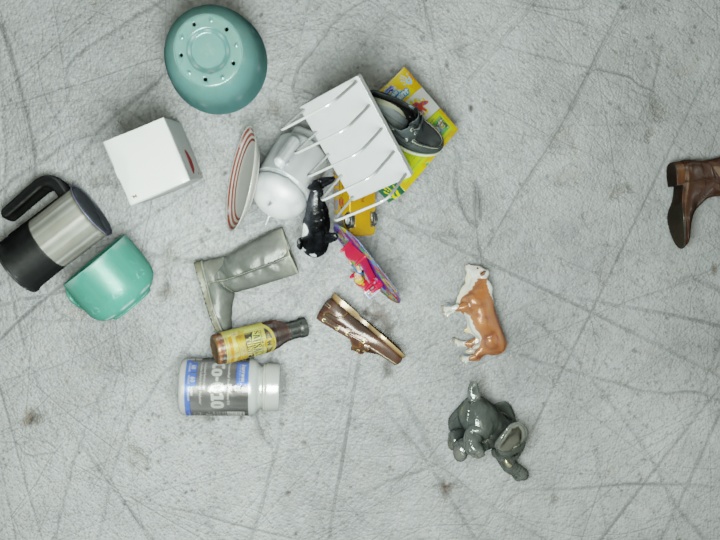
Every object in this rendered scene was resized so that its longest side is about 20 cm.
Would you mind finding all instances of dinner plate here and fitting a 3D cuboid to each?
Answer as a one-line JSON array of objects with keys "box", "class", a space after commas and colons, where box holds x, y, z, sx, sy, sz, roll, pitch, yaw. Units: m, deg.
[{"box": [-0.220, -0.173, 1.449, 0.024, 0.200, 0.204, 9, 97, -20], "class": "dinner plate"}]

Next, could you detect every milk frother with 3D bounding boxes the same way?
[{"box": [-0.603, -0.082, 1.425, 0.187, 0.200, 0.182, -37, 95, 0], "class": "milk frother"}]

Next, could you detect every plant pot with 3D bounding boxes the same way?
[{"box": [-0.276, -0.399, 1.429, 0.196, 0.161, 0.205, -1, 98, -4], "class": "plant pot"}]

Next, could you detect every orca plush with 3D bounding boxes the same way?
[{"box": [-0.066, -0.091, 1.483, 0.070, 0.105, 0.202, 26, 128, 14], "class": "orca plush"}]

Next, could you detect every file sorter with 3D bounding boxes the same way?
[{"box": [-0.027, -0.207, 1.345, 0.137, 0.125, 0.202, -19, 112, 34], "class": "file sorter"}]

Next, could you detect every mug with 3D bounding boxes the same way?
[{"box": [-0.481, 0.024, 1.486, 0.152, 0.184, 0.115, -44, 106, -21], "class": "mug"}]

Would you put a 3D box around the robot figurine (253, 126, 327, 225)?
[{"box": [-0.137, -0.181, 1.469, 0.111, 0.171, 0.202, 19, 60, 13], "class": "robot figurine"}]

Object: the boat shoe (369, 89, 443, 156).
[{"box": [0.081, -0.276, 1.407, 0.197, 0.066, 0.076, 29, 62, -18], "class": "boat shoe"}]

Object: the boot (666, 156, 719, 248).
[{"box": [0.747, -0.150, 1.604, 0.196, 0.064, 0.190, -8, 100, -9], "class": "boot"}]

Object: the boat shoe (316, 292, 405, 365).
[{"box": [0.000, 0.133, 1.570, 0.199, 0.070, 0.071, 39, 86, 0], "class": "boat shoe"}]

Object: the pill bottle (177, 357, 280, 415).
[{"box": [-0.260, 0.233, 1.538, 0.196, 0.114, 0.116, 1, 98, -5], "class": "pill bottle"}]

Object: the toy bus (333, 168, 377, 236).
[{"box": [-0.013, -0.172, 1.517, 0.064, 0.078, 0.204, -6, 99, -32], "class": "toy bus"}]

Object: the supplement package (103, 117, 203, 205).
[{"box": [-0.379, -0.203, 1.426, 0.118, 0.200, 0.123, -22, 100, -1], "class": "supplement package"}]

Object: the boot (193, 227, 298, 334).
[{"box": [-0.220, 0.028, 1.544, 0.197, 0.073, 0.185, -17, 101, -9], "class": "boot"}]

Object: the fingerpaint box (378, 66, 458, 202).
[{"box": [0.069, -0.262, 1.479, 0.167, 0.073, 0.201, 46, 61, -10], "class": "fingerpaint box"}]

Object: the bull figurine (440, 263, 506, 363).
[{"box": [0.235, 0.091, 1.587, 0.120, 0.065, 0.203, -21, 97, 2], "class": "bull figurine"}]

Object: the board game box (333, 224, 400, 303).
[{"box": [0.000, 0.000, 1.504, 0.039, 0.158, 0.201, -41, 99, -10], "class": "board game box"}]

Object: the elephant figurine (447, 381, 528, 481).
[{"box": [0.291, 0.342, 1.608, 0.196, 0.156, 0.144, 12, 53, -17], "class": "elephant figurine"}]

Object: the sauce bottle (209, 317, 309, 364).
[{"box": [-0.199, 0.134, 1.531, 0.197, 0.066, 0.067, -15, 99, -24], "class": "sauce bottle"}]
